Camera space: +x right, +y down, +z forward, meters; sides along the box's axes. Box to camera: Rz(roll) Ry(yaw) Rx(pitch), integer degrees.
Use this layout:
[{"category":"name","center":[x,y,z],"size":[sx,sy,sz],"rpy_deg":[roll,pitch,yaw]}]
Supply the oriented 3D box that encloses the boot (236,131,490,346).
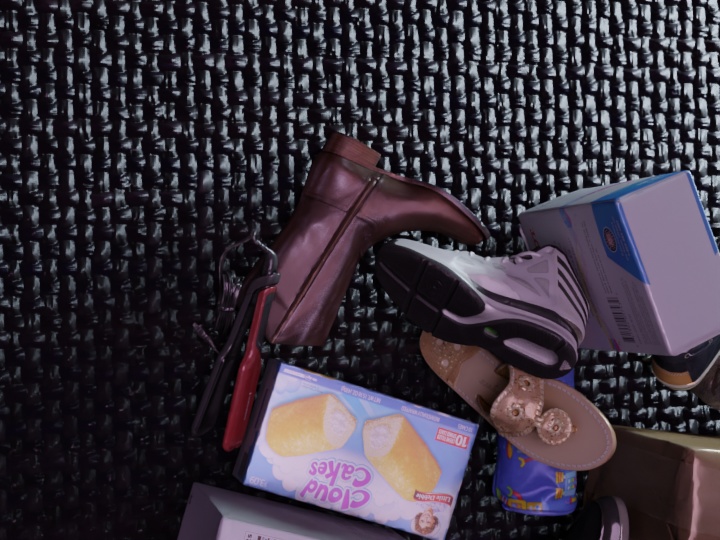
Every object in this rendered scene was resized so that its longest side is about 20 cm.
[{"category":"boot","center":[0.000,0.000,1.153],"size":[0.186,0.064,0.201],"rpy_deg":[29,81,-3]}]

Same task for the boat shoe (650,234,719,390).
[{"category":"boat shoe","center":[0.347,0.025,1.225],"size":[0.200,0.074,0.062],"rpy_deg":[-53,142,-20]}]

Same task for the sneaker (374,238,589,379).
[{"category":"sneaker","center":[0.116,0.012,1.134],"size":[0.200,0.076,0.116],"rpy_deg":[28,43,5]}]

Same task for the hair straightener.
[{"category":"hair straightener","center":[-0.122,0.057,1.112],"size":[0.077,0.041,0.201],"rpy_deg":[19,105,23]}]

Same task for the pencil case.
[{"category":"pencil case","center":[0.163,0.133,1.187],"size":[0.086,0.078,0.201],"rpy_deg":[-2,91,0]}]

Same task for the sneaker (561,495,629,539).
[{"category":"sneaker","center":[0.168,0.288,1.163],"size":[0.106,0.075,0.201],"rpy_deg":[20,109,-12]}]

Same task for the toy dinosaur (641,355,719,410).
[{"category":"toy dinosaur","center":[0.385,0.103,1.249],"size":[0.199,0.077,0.103],"rpy_deg":[3,76,-19]}]

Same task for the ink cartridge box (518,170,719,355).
[{"category":"ink cartridge box","center":[0.242,-0.005,1.149],"size":[0.084,0.200,0.145],"rpy_deg":[-23,96,-18]}]

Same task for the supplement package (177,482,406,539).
[{"category":"supplement package","center":[-0.056,0.287,1.069],"size":[0.199,0.191,0.148],"rpy_deg":[16,85,-14]}]

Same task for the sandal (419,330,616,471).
[{"category":"sandal","center":[0.125,0.116,1.124],"size":[0.211,0.069,0.078],"rpy_deg":[36,110,27]}]

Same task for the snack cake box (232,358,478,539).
[{"category":"snack cake box","center":[-0.005,0.166,1.148],"size":[0.199,0.067,0.116],"rpy_deg":[18,84,-14]}]

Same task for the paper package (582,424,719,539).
[{"category":"paper package","center":[0.344,0.214,1.178],"size":[0.199,0.191,0.104],"rpy_deg":[8,88,-16]}]
